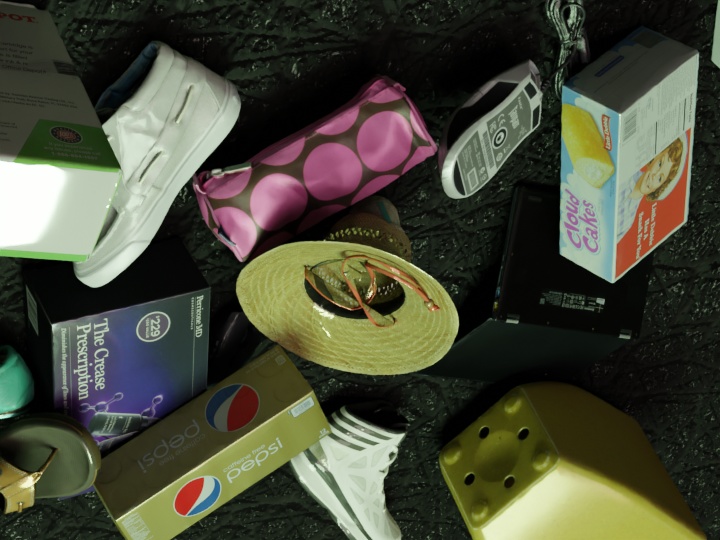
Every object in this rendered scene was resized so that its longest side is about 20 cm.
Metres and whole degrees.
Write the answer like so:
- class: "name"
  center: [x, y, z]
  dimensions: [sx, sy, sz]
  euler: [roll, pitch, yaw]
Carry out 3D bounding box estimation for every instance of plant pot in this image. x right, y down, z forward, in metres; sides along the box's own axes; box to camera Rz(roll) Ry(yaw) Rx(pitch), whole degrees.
- class: "plant pot"
  center: [0.192, 0.228, 1.702]
  dimensions: [0.195, 0.195, 0.200]
  euler: [-40, 130, 13]

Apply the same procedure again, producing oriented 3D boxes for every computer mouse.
- class: "computer mouse"
  center: [-0.086, 0.036, 1.491]
  dimensions: [0.058, 0.034, 0.200]
  euler: [26, 110, -41]
- class: "computer mouse"
  center: [0.123, -0.144, 1.424]
  dimensions: [0.200, 0.044, 0.110]
  euler: [-44, 145, -21]

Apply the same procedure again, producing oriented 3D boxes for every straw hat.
- class: "straw hat"
  center: [0.000, 0.000, 1.407]
  dimensions: [0.199, 0.086, 0.202]
  euler: [11, 148, 7]

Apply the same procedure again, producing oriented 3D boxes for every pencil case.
- class: "pencil case"
  center: [-0.039, -0.088, 1.380]
  dimensions: [0.199, 0.091, 0.094]
  euler: [-31, 123, -6]

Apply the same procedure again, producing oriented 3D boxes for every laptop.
- class: "laptop"
  center: [0.174, 0.022, 1.646]
  dimensions: [0.186, 0.116, 0.202]
  euler: [8, 94, -35]

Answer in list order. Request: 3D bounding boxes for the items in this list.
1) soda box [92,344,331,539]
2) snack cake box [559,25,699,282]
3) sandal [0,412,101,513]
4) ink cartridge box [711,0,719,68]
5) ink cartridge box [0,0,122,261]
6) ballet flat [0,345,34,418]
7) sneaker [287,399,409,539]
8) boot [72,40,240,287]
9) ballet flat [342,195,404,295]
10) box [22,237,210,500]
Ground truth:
- class: "soda box"
  center: [-0.129, 0.154, 1.436]
  dimensions: [0.199, 0.068, 0.064]
  euler: [-32, 139, -10]
- class: "snack cake box"
  center: [0.240, -0.103, 1.512]
  dimensions: [0.115, 0.067, 0.201]
  euler: [-38, 141, -30]
- class: "sandal"
  center: [-0.302, 0.169, 1.401]
  dimensions: [0.198, 0.055, 0.082]
  euler: [-7, 122, 23]
- class: "ink cartridge box"
  center: [0.423, -0.186, 1.478]
  dimensions: [0.144, 0.200, 0.088]
  euler: [-16, 130, -16]
- class: "ink cartridge box"
  center: [-0.266, -0.103, 1.154]
  dimensions: [0.144, 0.201, 0.084]
  euler: [4, 127, -32]
- class: "ballet flat"
  center: [-0.368, 0.101, 1.375]
  dimensions: [0.198, 0.067, 0.071]
  euler: [-14, 108, -19]
- class: "sneaker"
  center: [0.017, 0.203, 1.661]
  dimensions: [0.115, 0.076, 0.201]
  euler: [-35, 133, 4]
- class: "boot"
  center: [-0.187, -0.087, 1.314]
  dimensions: [0.095, 0.074, 0.201]
  euler: [32, 99, -37]
- class: "ballet flat"
  center: [0.004, 0.026, 1.514]
  dimensions: [0.067, 0.062, 0.201]
  euler: [-12, 132, -20]
- class: "box"
  center: [-0.206, 0.085, 1.431]
  dimensions: [0.140, 0.079, 0.201]
  euler: [-15, 133, -25]
